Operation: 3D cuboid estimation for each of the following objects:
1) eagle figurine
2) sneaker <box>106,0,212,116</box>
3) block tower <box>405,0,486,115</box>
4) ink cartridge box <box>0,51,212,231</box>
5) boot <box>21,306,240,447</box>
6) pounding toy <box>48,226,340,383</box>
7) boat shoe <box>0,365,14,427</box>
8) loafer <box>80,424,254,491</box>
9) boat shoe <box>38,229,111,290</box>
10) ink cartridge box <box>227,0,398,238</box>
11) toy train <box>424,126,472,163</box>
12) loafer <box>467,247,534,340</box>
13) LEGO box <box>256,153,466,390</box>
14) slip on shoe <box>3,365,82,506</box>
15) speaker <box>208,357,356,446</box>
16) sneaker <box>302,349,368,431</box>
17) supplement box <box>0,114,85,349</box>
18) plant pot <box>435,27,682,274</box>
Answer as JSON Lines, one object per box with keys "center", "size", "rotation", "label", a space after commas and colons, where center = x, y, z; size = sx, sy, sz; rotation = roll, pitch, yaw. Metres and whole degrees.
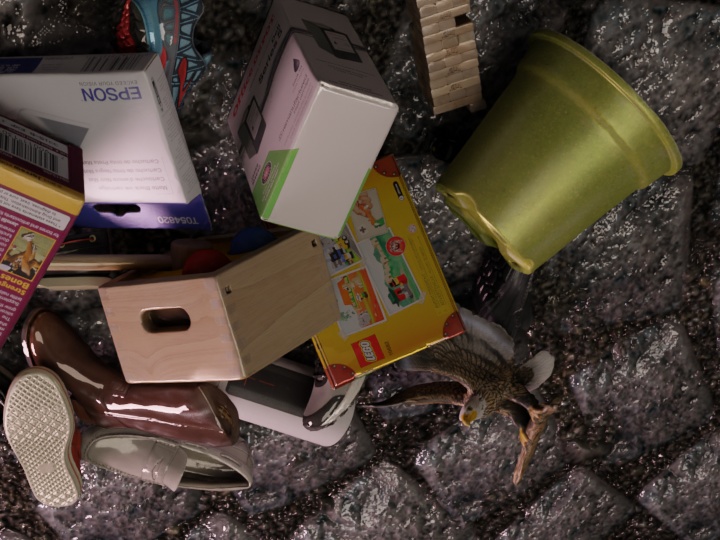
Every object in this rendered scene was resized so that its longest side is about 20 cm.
{"center": [0.116, 0.126, 1.675], "size": [0.200, 0.151, 0.152], "rotation": [26, 86, 9], "label": "eagle figurine"}
{"center": [-0.176, -0.178, 1.439], "size": [0.095, 0.079, 0.200], "rotation": [-27, 145, -28], "label": "sneaker"}
{"center": [0.077, -0.247, 1.497], "size": [0.058, 0.054, 0.200], "rotation": [-18, 126, -6], "label": "block tower"}
{"center": [-0.255, -0.108, 1.425], "size": [0.199, 0.041, 0.200], "rotation": [1, 129, 20], "label": "ink cartridge box"}
{"center": [-0.228, 0.111, 1.556], "size": [0.200, 0.064, 0.186], "rotation": [8, 147, 30], "label": "boot"}
{"center": [-0.164, 0.018, 1.467], "size": [0.184, 0.200, 0.142], "rotation": [-30, 110, -50], "label": "pounding toy"}
{"center": [-0.432, 0.104, 1.550], "size": [0.074, 0.066, 0.199], "rotation": [-40, 126, 12], "label": "boat shoe"}
{"center": [-0.212, 0.207, 1.692], "size": [0.200, 0.070, 0.070], "rotation": [7, 120, -23], "label": "loafer"}
{"center": [-0.347, -0.009, 1.510], "size": [0.201, 0.074, 0.063], "rotation": [-3, 87, -5], "label": "boat shoe"}
{"center": [-0.050, -0.147, 1.430], "size": [0.084, 0.200, 0.146], "rotation": [13, 117, -23], "label": "ink cartridge box"}
{"center": [0.164, -0.120, 1.616], "size": [0.200, 0.046, 0.034], "rotation": [6, 120, -23], "label": "toy train"}
{"center": [0.162, 0.038, 1.709], "size": [0.070, 0.068, 0.201], "rotation": [7, 127, -19], "label": "loafer"}
{"center": [0.000, 0.000, 1.561], "size": [0.149, 0.077, 0.200], "rotation": [-22, 93, -3], "label": "LEGO box"}
{"center": [-0.327, 0.166, 1.598], "size": [0.074, 0.061, 0.200], "rotation": [-1, 135, 1], "label": "slip on shoe"}
{"center": [-0.108, 0.129, 1.671], "size": [0.200, 0.081, 0.081], "rotation": [22, 113, -29], "label": "speaker"}
{"center": [-0.024, 0.077, 1.640], "size": [0.079, 0.074, 0.200], "rotation": [26, 77, -18], "label": "sneaker"}
{"center": [-0.347, -0.034, 1.366], "size": [0.131, 0.103, 0.200], "rotation": [25, 113, -25], "label": "supplement box"}
{"center": [0.182, -0.104, 1.512], "size": [0.184, 0.200, 0.200], "rotation": [-46, 126, -4], "label": "plant pot"}
